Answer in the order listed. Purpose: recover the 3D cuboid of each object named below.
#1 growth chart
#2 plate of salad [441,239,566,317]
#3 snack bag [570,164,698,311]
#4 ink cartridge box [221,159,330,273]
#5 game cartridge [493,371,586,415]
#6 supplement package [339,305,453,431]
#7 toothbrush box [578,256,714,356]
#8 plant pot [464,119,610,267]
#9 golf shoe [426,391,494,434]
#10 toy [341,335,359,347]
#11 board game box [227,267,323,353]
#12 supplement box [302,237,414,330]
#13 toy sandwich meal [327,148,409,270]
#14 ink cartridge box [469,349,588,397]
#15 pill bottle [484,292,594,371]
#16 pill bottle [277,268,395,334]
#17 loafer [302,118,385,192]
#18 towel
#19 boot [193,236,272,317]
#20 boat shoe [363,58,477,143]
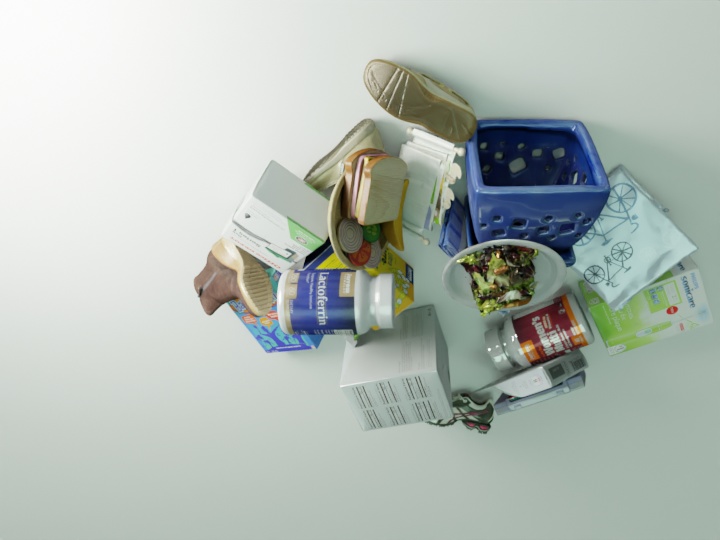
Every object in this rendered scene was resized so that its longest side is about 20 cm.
[{"bbox_3d":[0.105,-0.143,0.919,0.144,0.018,0.202,41,132,31],"label":"growth chart"},{"bbox_3d":[0.230,0.021,0.857,0.196,0.049,0.201,5,145,3],"label":"plate of salad"},{"bbox_3d":[0.463,-0.053,0.953,0.200,0.021,0.189,46,120,7],"label":"snack bag"},{"bbox_3d":[-0.146,-0.086,0.944,0.145,0.085,0.199,33,151,-16],"label":"ink cartridge box"},{"bbox_3d":[0.401,0.265,1.184,0.198,0.129,0.039,-26,76,22],"label":"game cartridge"},{"bbox_3d":[0.080,0.206,1.122,0.197,0.192,0.148,-13,124,15],"label":"supplement package"},{"bbox_3d":[0.554,0.061,1.038,0.198,0.087,0.146,-24,120,20],"label":"toothbrush box"},{"bbox_3d":[0.267,-0.118,0.870,0.196,0.202,0.182,1,134,4],"label":"plant pot"},{"bbox_3d":[0.226,0.331,1.289,0.196,0.077,0.090,8,107,-3],"label":"golf shoe"},{"bbox_3d":[-0.071,0.063,1.082,0.199,0.047,0.116,41,154,12],"label":"toy"},{"bbox_3d":[-0.190,0.091,1.133,0.150,0.045,0.201,-10,126,32],"label":"board game box"},{"bbox_3d":[0.000,0.000,1.030,0.199,0.110,0.109,39,121,-22],"label":"supplement box"},{"bbox_3d":[0.024,-0.097,0.879,0.070,0.205,0.207,12,135,36],"label":"toy sandwich meal"},{"bbox_3d":[0.353,0.231,1.118,0.161,0.058,0.200,-11,158,-42],"label":"ink cartridge box"},{"bbox_3d":[0.364,0.132,1.092,0.198,0.110,0.110,-27,120,22],"label":"pill bottle"},{"bbox_3d":[-0.039,0.054,0.933,0.196,0.116,0.117,-1,127,6],"label":"pill bottle"},{"bbox_3d":[-0.036,-0.175,0.926,0.199,0.076,0.068,-38,110,27],"label":"loafer"},{"bbox_3d":[0.216,-0.031,0.963,0.024,0.148,0.200,-26,122,39],"label":"towel"},{"bbox_3d":[-0.256,0.042,1.053,0.072,0.202,0.166,1,142,-47],"label":"boot"},{"bbox_3d":[0.097,-0.273,0.847,0.198,0.067,0.074,33,125,0],"label":"boat shoe"}]
